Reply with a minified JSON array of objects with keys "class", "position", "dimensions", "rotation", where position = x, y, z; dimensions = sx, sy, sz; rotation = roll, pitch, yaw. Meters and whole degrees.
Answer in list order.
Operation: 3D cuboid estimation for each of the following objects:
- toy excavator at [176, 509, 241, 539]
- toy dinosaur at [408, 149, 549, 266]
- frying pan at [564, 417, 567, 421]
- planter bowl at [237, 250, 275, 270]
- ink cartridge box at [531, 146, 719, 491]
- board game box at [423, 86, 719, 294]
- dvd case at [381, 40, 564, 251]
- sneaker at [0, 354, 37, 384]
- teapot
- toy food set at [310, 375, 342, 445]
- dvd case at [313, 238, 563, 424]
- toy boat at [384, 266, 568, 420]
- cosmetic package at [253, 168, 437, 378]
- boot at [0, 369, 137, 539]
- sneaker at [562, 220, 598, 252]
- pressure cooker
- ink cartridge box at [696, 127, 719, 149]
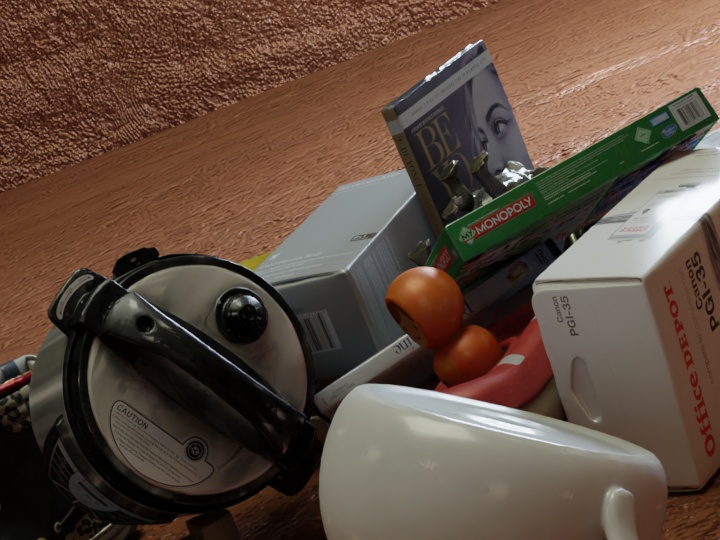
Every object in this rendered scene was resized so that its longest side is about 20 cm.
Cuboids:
[{"class":"toy excavator","position":[-0.181,0.219,1.227],"dimensions":[0.193,0.101,0.200],"rotation":[-20,6,7]},{"class":"toy dinosaur","position":[0.097,-0.021,1.370],"dimensions":[0.077,0.102,0.201],"rotation":[-28,34,51]},{"class":"frying pan","position":[0.105,0.107,1.267],"dimensions":[0.114,0.031,0.190],"rotation":[-30,17,-13]},{"class":"planter bowl","position":[-0.071,0.031,1.535],"dimensions":[0.199,0.084,0.200],"rotation":[-18,7,2]},{"class":"ink cartridge box","position":[0.205,0.028,1.171],"dimensions":[0.082,0.148,0.200],"rotation":[-3,24,40]},{"class":"board game box","position":[0.138,-0.047,1.271],"dimensions":[0.199,0.029,0.135],"rotation":[-29,-9,-12]},{"class":"dvd case","position":[0.095,-0.062,1.450],"dimensions":[0.016,0.201,0.149],"rotation":[-14,17,38]},{"class":"sneaker","position":[-0.276,0.141,1.539],"dimensions":[0.077,0.147,0.202],"rotation":[-35,17,-35]},{"class":"teapot","position":[0.064,0.149,0.979],"dimensions":[0.196,0.147,0.200],"rotation":[13,0,8]},{"class":"toy food set","position":[-0.041,0.093,1.510],"dimensions":[0.143,0.061,0.200],"rotation":[-15,17,33]},{"class":"dvd case","position":[0.063,0.054,1.328],"dimensions":[0.199,0.018,0.143],"rotation":[-34,-17,1]},{"class":"toy boat","position":[0.065,0.055,1.183],"dimensions":[0.130,0.131,0.200],"rotation":[-37,7,45]},{"class":"cosmetic package","position":[0.000,0.000,1.407],"dimensions":[0.106,0.091,0.200],"rotation":[-13,22,29]},{"class":"boot","position":[-0.276,0.177,1.388],"dimensions":[0.199,0.152,0.073],"rotation":[-30,15,-25]},{"class":"sneaker","position":[0.189,-0.025,1.425],"dimensions":[0.070,0.076,0.200],"rotation":[-23,14,0]},{"class":"pressure cooker","position":[-0.126,0.077,1.255],"dimensions":[0.174,0.180,0.200],"rotation":[-7,-6,-23]},{"class":"ink cartridge box","position":[0.344,-0.079,1.467],"dimensions":[0.199,0.088,0.145],"rotation":[-28,15,-11]}]
